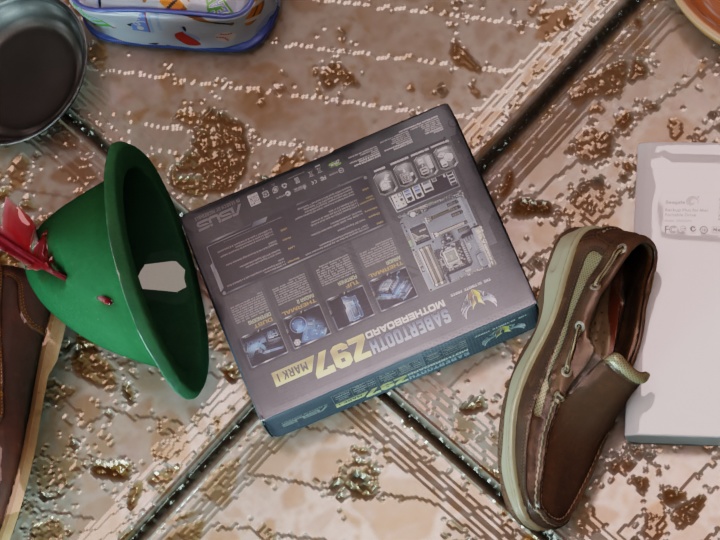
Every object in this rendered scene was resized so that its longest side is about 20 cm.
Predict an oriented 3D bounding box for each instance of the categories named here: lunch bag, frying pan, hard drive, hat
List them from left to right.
[{"bbox_3d":[-0.273,-0.131,1.762,0.190,0.031,0.115,-13,68,19],"label":"frying pan"},{"bbox_3d":[-0.211,0.012,1.642,0.176,0.166,0.200,-16,61,10],"label":"hat"},{"bbox_3d":[-0.126,-0.256,1.755,0.160,0.076,0.200,4,74,14],"label":"lunch bag"},{"bbox_3d":[0.242,0.014,1.626,0.132,0.026,0.200,1,73,10],"label":"hard drive"}]

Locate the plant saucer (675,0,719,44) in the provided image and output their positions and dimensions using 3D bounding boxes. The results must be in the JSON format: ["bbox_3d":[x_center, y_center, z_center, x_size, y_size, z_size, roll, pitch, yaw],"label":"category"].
[{"bbox_3d":[0.299,-0.227,1.689,0.200,0.037,0.201,-3,71,9],"label":"plant saucer"}]

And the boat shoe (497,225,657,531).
[{"bbox_3d":[0.143,0.066,1.586,0.075,0.075,0.203,-1,72,45],"label":"boat shoe"}]

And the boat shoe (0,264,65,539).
[{"bbox_3d":[-0.245,0.092,1.657,0.070,0.070,0.200,16,64,-17],"label":"boat shoe"}]

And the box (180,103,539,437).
[{"bbox_3d":[0.000,0.000,1.660,0.200,0.051,0.158,-24,69,1],"label":"box"}]
